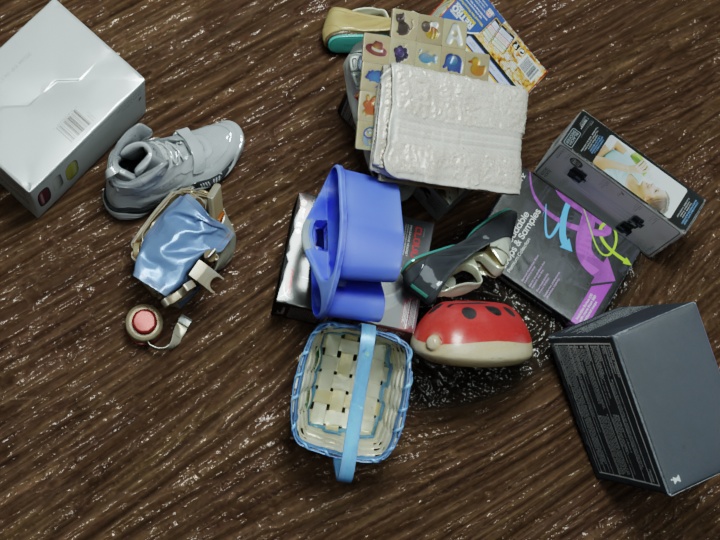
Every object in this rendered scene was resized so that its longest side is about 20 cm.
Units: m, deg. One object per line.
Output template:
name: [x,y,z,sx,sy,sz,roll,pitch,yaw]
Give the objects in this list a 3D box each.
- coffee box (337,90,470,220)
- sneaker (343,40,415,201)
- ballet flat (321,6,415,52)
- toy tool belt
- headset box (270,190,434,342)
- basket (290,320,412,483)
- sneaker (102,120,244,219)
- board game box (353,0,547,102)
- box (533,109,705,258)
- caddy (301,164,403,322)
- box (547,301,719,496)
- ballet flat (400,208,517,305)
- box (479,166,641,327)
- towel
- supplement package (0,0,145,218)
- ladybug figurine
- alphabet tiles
coffee box: [0.079,-0.181,1.664,0.113,0.080,0.200,-41,86,-15]
sneaker: [0.027,-0.183,1.579,0.074,0.087,0.201,-14,96,-14]
ballet flat: [0.048,-0.322,1.702,0.198,0.069,0.063,4,62,-10]
toy tool belt: [-0.225,-0.009,1.548,0.124,0.123,0.201,30,74,-1]
headset box: [0.000,0.000,1.609,0.199,0.075,0.150,14,74,-6]
basket: [-0.011,0.148,1.498,0.138,0.200,0.178,11,89,-8]
sneaker: [-0.231,-0.140,1.579,0.199,0.115,0.075,-30,75,-15]
board game box: [0.112,-0.225,1.541,0.152,0.046,0.200,47,73,-17]
box: [0.337,-0.111,1.675,0.200,0.117,0.060,36,71,2]
caddy: [-0.018,-0.031,1.485,0.104,0.142,0.201,10,40,-12]
box: [0.347,0.152,1.553,0.123,0.198,0.201,-20,92,-13]
ballet flat: [0.138,-0.011,1.585,0.199,0.073,0.073,-27,82,-34]
box: [0.251,-0.025,1.680,0.199,0.036,0.143,33,74,0]
towel: [0.107,-0.164,1.489,0.199,0.034,0.134,5,90,-24]
supplement package: [-0.387,-0.197,1.572,0.156,0.111,0.200,42,74,2]
ladybug figurine: [0.138,0.076,1.559,0.135,0.200,0.073,7,94,30]
alphabet tiles: [0.074,-0.199,1.496,0.165,0.006,0.202,5,89,-23]
